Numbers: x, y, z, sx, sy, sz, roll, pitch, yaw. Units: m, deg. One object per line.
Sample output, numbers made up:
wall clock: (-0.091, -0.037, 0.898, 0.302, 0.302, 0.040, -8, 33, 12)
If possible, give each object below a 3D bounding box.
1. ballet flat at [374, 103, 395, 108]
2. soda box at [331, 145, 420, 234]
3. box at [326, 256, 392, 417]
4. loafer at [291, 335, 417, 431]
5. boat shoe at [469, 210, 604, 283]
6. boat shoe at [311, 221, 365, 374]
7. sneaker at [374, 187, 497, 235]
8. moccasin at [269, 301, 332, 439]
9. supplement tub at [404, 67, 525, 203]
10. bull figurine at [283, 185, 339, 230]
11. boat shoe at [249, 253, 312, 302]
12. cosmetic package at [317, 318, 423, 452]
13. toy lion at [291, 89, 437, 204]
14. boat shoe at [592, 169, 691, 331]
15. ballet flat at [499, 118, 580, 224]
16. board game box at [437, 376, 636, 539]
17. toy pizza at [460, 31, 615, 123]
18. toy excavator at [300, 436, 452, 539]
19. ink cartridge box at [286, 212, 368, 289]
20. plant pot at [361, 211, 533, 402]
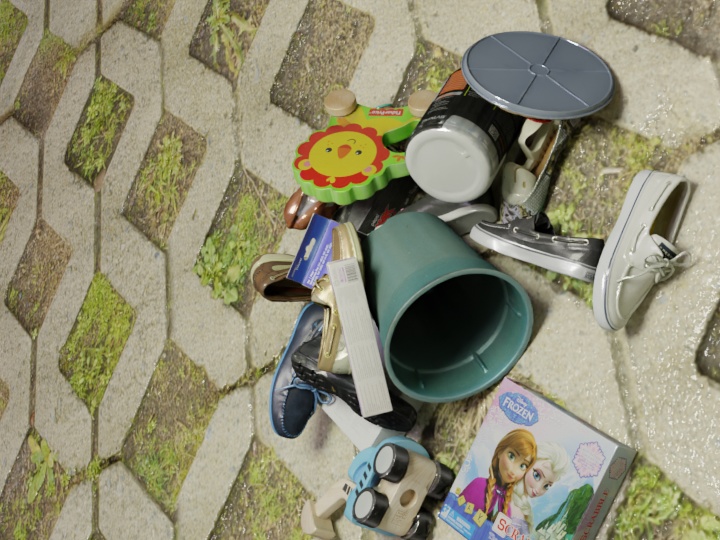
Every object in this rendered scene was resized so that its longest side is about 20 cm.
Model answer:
ballet flat: (-0.008, -0.191, 1.871, 0.200, 0.069, 0.071, -22, 76, 44)
soda box: (0.015, -0.087, 1.796, 0.200, 0.063, 0.071, -58, 42, 12)
box: (-0.002, 0.083, 1.530, 0.039, 0.041, 0.201, -152, 47, -85)
loafer: (-0.002, 0.146, 1.624, 0.200, 0.068, 0.070, 29, 59, 27)
boat shoe: (0.225, -0.042, 1.538, 0.200, 0.070, 0.066, 23, 98, 47)
boat shoe: (-0.031, 0.036, 1.578, 0.074, 0.066, 0.201, 138, 130, -77)
sneaker: (0.105, -0.097, 1.702, 0.200, 0.071, 0.099, -16, 61, 36)
moccasin: (-0.075, 0.139, 1.710, 0.068, 0.080, 0.201, 5, 79, 44)
supplement tub: (0.146, -0.191, 1.602, 0.122, 0.123, 0.200, -21, 25, 40)
bull figurine: (-0.058, -0.115, 1.820, 0.122, 0.065, 0.200, -52, 2, 20)
boat shoe: (-0.054, 0.017, 1.734, 0.075, 0.202, 0.075, -114, 22, -56)
cosmetic package: (0.010, 0.149, 1.710, 0.200, 0.052, 0.151, 43, 109, 47)
toy lion: (0.008, -0.170, 1.715, 0.199, 0.069, 0.192, 2, 49, 14)
boat shoe: (0.341, -0.020, 1.414, 0.086, 0.075, 0.202, 11, 73, 46)
ballet flat: (0.221, -0.144, 1.591, 0.072, 0.072, 0.201, 30, 97, 49)
board game box: (0.206, 0.258, 1.458, 0.200, 0.041, 0.200, 29, 96, 49)
toy pizza: (0.227, -0.246, 1.561, 0.200, 0.200, 0.032, -120, 27, -42)
toy excavator: (0.009, 0.300, 1.630, 0.195, 0.100, 0.200, -64, 28, 2)
ink cartridge box: (0.000, 0.000, 1.670, 0.039, 0.200, 0.100, 26, 95, 53)
plant pot: (0.091, 0.033, 1.576, 0.200, 0.200, 0.196, -54, 35, 16)
